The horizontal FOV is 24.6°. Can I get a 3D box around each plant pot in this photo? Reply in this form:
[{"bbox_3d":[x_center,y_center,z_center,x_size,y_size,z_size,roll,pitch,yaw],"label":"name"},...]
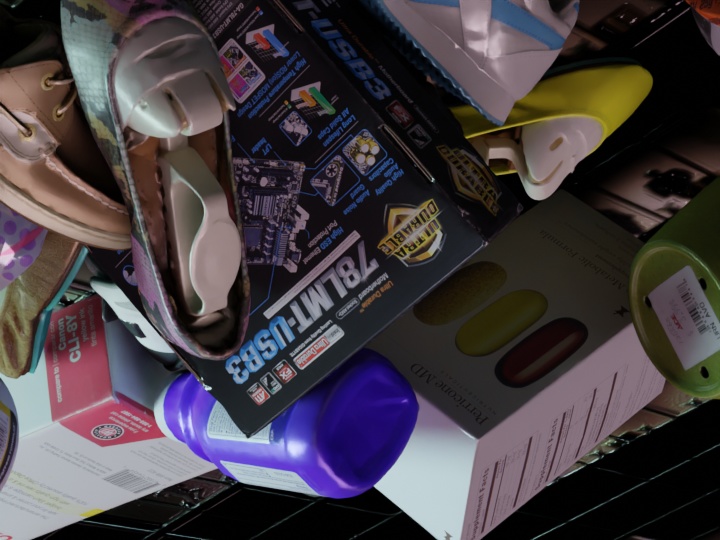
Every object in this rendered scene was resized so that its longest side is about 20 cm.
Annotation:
[{"bbox_3d":[0.260,-0.003,0.952,0.200,0.187,0.187,-18,155,-26],"label":"plant pot"}]

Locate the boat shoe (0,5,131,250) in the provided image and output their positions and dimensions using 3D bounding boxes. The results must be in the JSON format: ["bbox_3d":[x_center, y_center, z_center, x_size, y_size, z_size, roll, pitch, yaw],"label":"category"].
[{"bbox_3d":[-0.162,-0.086,0.751,0.066,0.074,0.200,-39,119,22],"label":"boat shoe"}]

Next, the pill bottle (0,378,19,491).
[{"bbox_3d":[-0.254,0.056,0.812,0.112,0.112,0.200,-16,151,5],"label":"pill bottle"}]

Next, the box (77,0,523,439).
[{"bbox_3d":[-0.054,-0.044,0.805,0.200,0.199,0.050,-42,-179,40],"label":"box"}]

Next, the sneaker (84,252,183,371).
[{"bbox_3d":[-0.121,0.004,0.985,0.088,0.074,0.200,29,162,-4],"label":"sneaker"}]

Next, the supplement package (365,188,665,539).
[{"bbox_3d":[0.092,0.058,1.009,0.200,0.114,0.110,-33,145,-33],"label":"supplement package"}]

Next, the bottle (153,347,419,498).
[{"bbox_3d":[-0.053,0.084,0.958,0.065,0.084,0.200,48,153,-25],"label":"bottle"}]

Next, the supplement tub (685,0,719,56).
[{"bbox_3d":[0.247,-0.137,0.826,0.122,0.123,0.200,-34,145,32],"label":"supplement tub"}]

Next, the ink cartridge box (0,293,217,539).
[{"bbox_3d":[-0.212,0.107,1.105,0.200,0.083,0.145,-23,150,17],"label":"ink cartridge box"}]

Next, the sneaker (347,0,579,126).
[{"bbox_3d":[0.028,-0.152,0.771,0.081,0.077,0.200,-50,135,1],"label":"sneaker"}]

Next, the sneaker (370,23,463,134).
[{"bbox_3d":[-0.034,-0.073,0.886,0.199,0.114,0.076,5,160,28],"label":"sneaker"}]

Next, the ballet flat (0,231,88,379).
[{"bbox_3d":[-0.202,-0.002,0.955,0.072,0.068,0.200,18,147,-14],"label":"ballet flat"}]

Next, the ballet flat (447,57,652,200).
[{"bbox_3d":[0.075,-0.067,0.936,0.200,0.067,0.067,-11,151,-4],"label":"ballet flat"}]

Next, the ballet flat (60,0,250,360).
[{"bbox_3d":[-0.081,-0.050,0.738,0.069,0.071,0.200,-21,115,-23],"label":"ballet flat"}]

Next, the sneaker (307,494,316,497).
[{"bbox_3d":[-0.045,0.100,1.198,0.082,0.073,0.200,12,147,0],"label":"sneaker"}]

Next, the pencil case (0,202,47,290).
[{"bbox_3d":[-0.239,-0.058,0.769,0.200,0.091,0.083,31,86,-37],"label":"pencil case"}]
